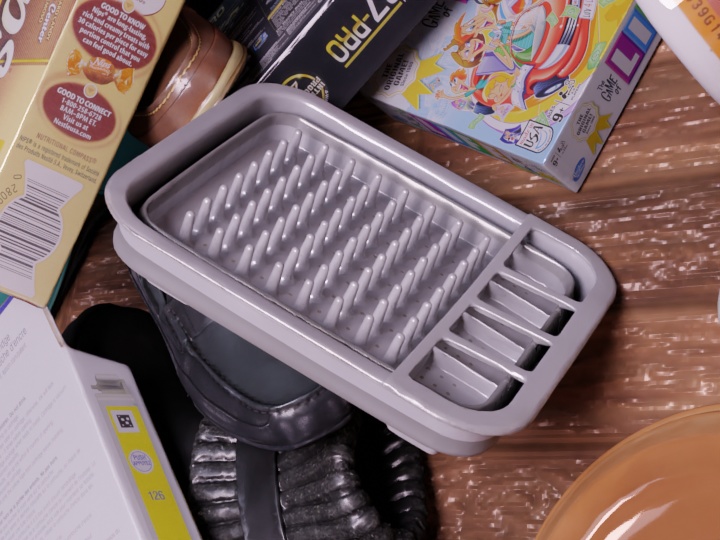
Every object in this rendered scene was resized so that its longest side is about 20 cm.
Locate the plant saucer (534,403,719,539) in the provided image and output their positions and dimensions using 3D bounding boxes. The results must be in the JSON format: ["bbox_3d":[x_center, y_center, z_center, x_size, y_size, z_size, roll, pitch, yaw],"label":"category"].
[{"bbox_3d":[0.137,0.144,0.626,0.199,0.037,0.201,-18,58,32],"label":"plant saucer"}]

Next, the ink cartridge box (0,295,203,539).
[{"bbox_3d":[-0.161,0.139,0.783,0.198,0.047,0.201,-46,54,31],"label":"ink cartridge box"}]

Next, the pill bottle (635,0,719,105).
[{"bbox_3d":[0.207,-0.164,0.669,0.200,0.112,0.112,-37,50,20],"label":"pill bottle"}]

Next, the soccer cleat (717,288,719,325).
[{"bbox_3d":[0.202,-0.054,0.641,0.200,0.077,0.069,-53,47,6],"label":"soccer cleat"}]

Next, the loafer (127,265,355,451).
[{"bbox_3d":[-0.065,0.014,0.744,0.068,0.071,0.201,-27,35,-14],"label":"loafer"}]

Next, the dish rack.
[{"bbox_3d":[0.000,0.000,0.702,0.199,0.172,0.044,31,125,10],"label":"dish rack"}]

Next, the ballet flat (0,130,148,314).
[{"bbox_3d":[-0.180,-0.053,0.965,0.200,0.068,0.068,-57,33,1],"label":"ballet flat"}]

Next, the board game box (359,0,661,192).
[{"bbox_3d":[0.099,-0.151,0.804,0.134,0.034,0.201,26,86,44],"label":"board game box"}]

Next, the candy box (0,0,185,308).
[{"bbox_3d":[-0.153,-0.094,0.771,0.115,0.055,0.201,22,86,52],"label":"candy box"}]

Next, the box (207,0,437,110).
[{"bbox_3d":[-0.024,-0.140,0.851,0.200,0.049,0.161,-49,26,10],"label":"box"}]

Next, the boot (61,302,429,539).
[{"bbox_3d":[-0.059,0.076,0.787,0.158,0.079,0.212,-38,60,27],"label":"boot"}]

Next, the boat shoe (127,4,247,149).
[{"bbox_3d":[-0.111,-0.110,0.828,0.072,0.067,0.200,-53,23,4],"label":"boat shoe"}]

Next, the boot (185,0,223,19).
[{"bbox_3d":[-0.099,-0.214,0.991,0.097,0.075,0.201,29,84,22],"label":"boot"}]
